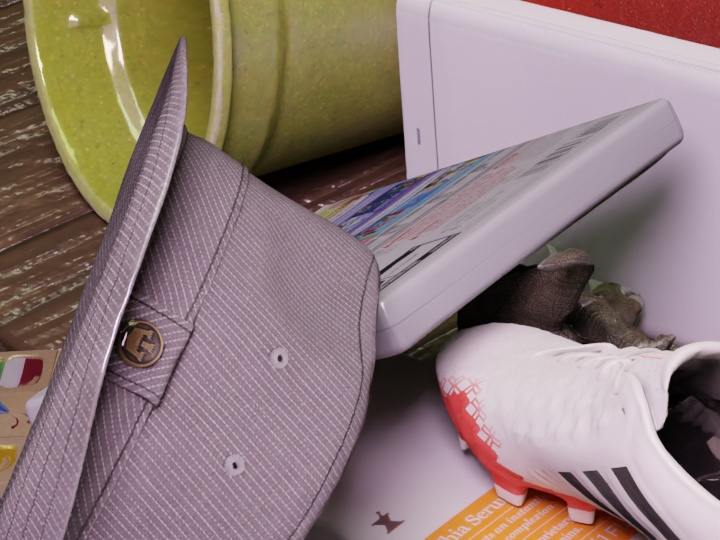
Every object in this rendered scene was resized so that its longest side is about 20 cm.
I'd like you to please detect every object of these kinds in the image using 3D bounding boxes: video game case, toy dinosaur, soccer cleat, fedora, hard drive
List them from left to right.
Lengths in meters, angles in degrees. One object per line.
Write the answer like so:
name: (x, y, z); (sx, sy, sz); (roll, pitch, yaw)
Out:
fedora: (-0.050, 0.039, 0.748); (0.090, 0.177, 0.200); (22, 61, -7)
video game case: (0.000, 0.000, 0.917); (0.182, 0.022, 0.200); (-16, 13, 41)
toy dinosaur: (0.074, 0.031, 0.929); (0.102, 0.077, 0.200); (22, 2, 24)
hard drive: (0.103, -0.039, 1.028); (0.200, 0.132, 0.027); (19, 36, 35)
soccer cleat: (0.092, 0.050, 0.782); (0.069, 0.085, 0.200); (-21, 35, -25)

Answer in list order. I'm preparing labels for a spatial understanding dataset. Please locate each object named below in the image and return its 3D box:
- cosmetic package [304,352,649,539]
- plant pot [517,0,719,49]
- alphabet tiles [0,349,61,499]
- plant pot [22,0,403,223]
cosmetic package: (0.021, 0.093, 0.875); (0.200, 0.071, 0.101); (21, 39, 38)
plant pot: (0.197, -0.098, 1.074); (0.200, 0.200, 0.176); (-30, 50, -35)
alphabet tiles: (-0.149, 0.087, 0.978); (0.167, 0.008, 0.200); (-3, 30, 4)
plant pot: (-0.035, -0.128, 1.173); (0.184, 0.200, 0.200); (-10, 28, -30)
